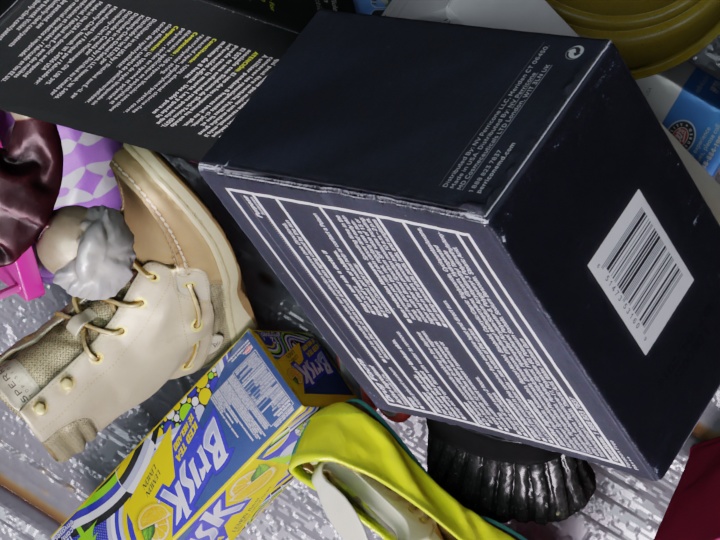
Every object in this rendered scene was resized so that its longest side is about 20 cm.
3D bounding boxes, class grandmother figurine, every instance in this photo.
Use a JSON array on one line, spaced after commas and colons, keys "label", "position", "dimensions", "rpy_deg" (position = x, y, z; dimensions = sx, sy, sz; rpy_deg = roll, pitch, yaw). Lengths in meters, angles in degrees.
[{"label": "grandmother figurine", "position": [-0.206, -0.050, 1.339], "dimensions": [0.200, 0.061, 0.121], "rpy_deg": [32, 109, -10]}]

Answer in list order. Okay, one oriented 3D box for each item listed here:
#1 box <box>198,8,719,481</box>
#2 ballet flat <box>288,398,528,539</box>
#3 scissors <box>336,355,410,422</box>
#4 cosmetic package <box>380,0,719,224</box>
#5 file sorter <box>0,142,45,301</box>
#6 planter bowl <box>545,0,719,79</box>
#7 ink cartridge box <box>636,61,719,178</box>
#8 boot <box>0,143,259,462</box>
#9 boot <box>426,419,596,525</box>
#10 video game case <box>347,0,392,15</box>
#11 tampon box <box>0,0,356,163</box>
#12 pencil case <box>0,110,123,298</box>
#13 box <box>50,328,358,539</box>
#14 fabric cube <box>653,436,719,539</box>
[{"label": "box", "position": [0.062, -0.017, 1.245], "dimensions": [0.198, 0.123, 0.200], "rpy_deg": [11, 147, 43]}, {"label": "ballet flat", "position": [0.039, 0.158, 1.437], "dimensions": [0.200, 0.067, 0.067], "rpy_deg": [41, 139, 8]}, {"label": "scissors", "position": [0.000, 0.000, 1.464], "dimensions": [0.073, 0.014, 0.200], "rpy_deg": [29, 133, 55]}, {"label": "cosmetic package", "position": [0.100, -0.075, 1.304], "dimensions": [0.200, 0.051, 0.083], "rpy_deg": [44, 152, -18]}, {"label": "file sorter", "position": [-0.288, -0.070, 1.445], "dimensions": [0.125, 0.139, 0.200], "rpy_deg": [-25, 120, -21]}, {"label": "planter bowl", "position": [0.131, -0.204, 1.310], "dimensions": [0.200, 0.083, 0.201], "rpy_deg": [1, 83, -10]}, {"label": "ink cartridge box", "position": [0.106, -0.091, 1.411], "dimensions": [0.200, 0.067, 0.116], "rpy_deg": [31, 111, 5]}, {"label": "boot", "position": [-0.148, 0.021, 1.435], "dimensions": [0.155, 0.200, 0.073], "rpy_deg": [-33, 59, -10]}, {"label": "boot", "position": [0.113, 0.079, 1.413], "dimensions": [0.211, 0.079, 0.158], "rpy_deg": [19, 127, 46]}, {"label": "video game case", "position": [0.063, -0.199, 1.363], "dimensions": [0.143, 0.017, 0.200], "rpy_deg": [0, 83, 2]}, {"label": "tampon box", "position": [-0.122, -0.164, 1.330], "dimensions": [0.126, 0.200, 0.150], "rpy_deg": [-36, 54, 35]}, {"label": "pencil case", "position": [-0.192, -0.091, 1.487], "dimensions": [0.085, 0.084, 0.200], "rpy_deg": [-24, 98, -14]}, {"label": "box", "position": [-0.095, 0.124, 1.522], "dimensions": [0.200, 0.070, 0.064], "rpy_deg": [-45, 65, 23]}, {"label": "fabric cube", "position": [0.289, 0.182, 1.370], "dimensions": [0.196, 0.199, 0.200], "rpy_deg": [-22, 99, 22]}]
